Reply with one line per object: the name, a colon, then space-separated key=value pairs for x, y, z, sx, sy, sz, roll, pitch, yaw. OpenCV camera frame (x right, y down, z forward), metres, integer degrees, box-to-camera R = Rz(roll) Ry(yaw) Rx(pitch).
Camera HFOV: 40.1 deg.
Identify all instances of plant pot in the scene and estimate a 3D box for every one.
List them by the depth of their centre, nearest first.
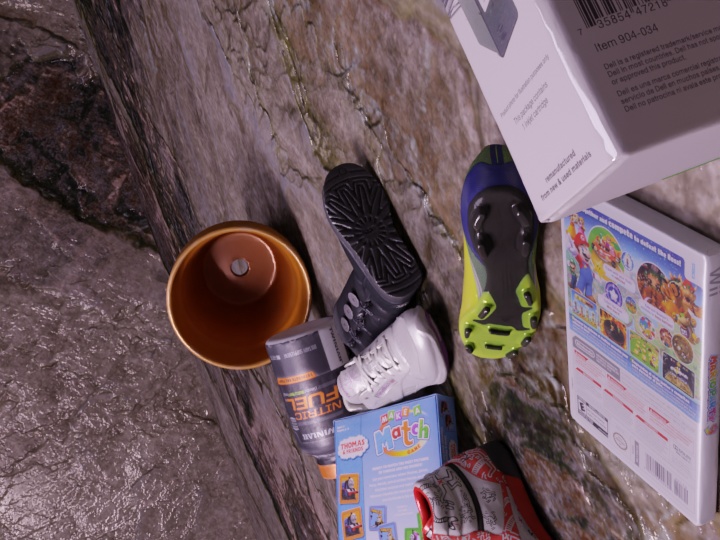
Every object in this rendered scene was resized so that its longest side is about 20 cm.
plant pot: x=-0.175 y=0.017 z=1.426 sx=0.183 sy=0.198 sz=0.202 roll=-118 pitch=13 yaw=-74

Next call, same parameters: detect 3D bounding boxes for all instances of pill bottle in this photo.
pill bottle: x=-0.048 y=0.172 z=1.313 sx=0.106 sy=0.105 sz=0.202 roll=-4 pitch=105 yaw=71

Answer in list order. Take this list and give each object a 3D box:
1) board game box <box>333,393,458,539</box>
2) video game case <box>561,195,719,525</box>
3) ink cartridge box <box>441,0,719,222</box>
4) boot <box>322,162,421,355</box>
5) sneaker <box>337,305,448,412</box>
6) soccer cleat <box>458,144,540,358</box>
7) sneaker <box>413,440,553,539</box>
board game box: x=0.038 y=0.242 z=1.019 sx=0.150 sy=0.036 sz=0.202 roll=-20 pitch=65 yaw=40
video game case: x=0.183 y=0.050 z=0.652 sx=0.143 sy=0.018 sz=0.202 roll=-136 pitch=32 yaw=-56
ink cartridge box: x=0.115 y=-0.145 z=0.446 sx=0.084 sy=0.144 sz=0.202 roll=127 pitch=123 yaw=-70
boot: x=0.000 y=0.001 z=1.080 sx=0.200 sy=0.065 sz=0.166 roll=101 pitch=147 yaw=-65
sneaker: x=0.031 y=0.105 z=1.023 sx=0.200 sy=0.099 sz=0.075 roll=110 pitch=140 yaw=-61
soccer cleat: x=0.109 y=-0.009 z=0.772 sx=0.201 sy=0.064 sz=0.084 roll=84 pitch=-172 yaw=-46
sneaker: x=0.123 y=0.264 z=0.900 sx=0.203 sy=0.107 sz=0.067 roll=63 pitch=160 yaw=23
